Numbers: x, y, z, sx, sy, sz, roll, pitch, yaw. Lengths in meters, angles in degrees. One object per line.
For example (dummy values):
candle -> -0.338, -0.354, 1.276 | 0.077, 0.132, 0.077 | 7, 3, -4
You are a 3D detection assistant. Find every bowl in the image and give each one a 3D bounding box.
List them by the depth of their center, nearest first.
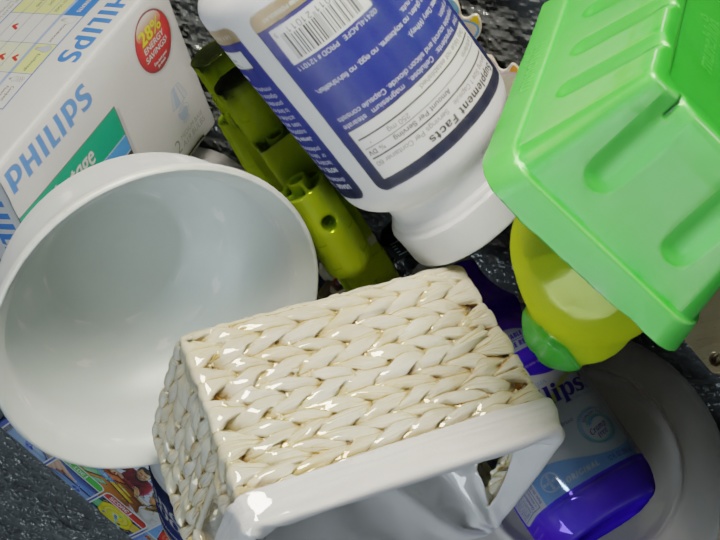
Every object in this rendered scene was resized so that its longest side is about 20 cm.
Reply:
bowl -> -0.131, 0.008, 0.877 | 0.090, 0.200, 0.202 | 47, 160, 46

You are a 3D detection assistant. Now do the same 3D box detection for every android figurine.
android figurine -> -0.038, -0.051, 0.955 | 0.201, 0.041, 0.182 | 58, 175, -31

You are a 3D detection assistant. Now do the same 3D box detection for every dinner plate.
dinner plate -> 0.139, 0.127, 0.963 | 0.199, 0.201, 0.024 | 23, 158, 11

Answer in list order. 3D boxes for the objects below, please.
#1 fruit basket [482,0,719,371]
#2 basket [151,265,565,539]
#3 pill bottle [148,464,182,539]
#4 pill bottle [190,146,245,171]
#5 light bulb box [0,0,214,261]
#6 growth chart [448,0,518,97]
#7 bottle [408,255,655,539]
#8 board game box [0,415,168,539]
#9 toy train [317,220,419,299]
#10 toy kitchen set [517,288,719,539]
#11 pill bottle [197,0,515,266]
fruit basket -> 0.128, -0.043, 0.788 | 0.155, 0.216, 0.215 | 41, 141, -12
basket -> -0.009, 0.094, 0.850 | 0.124, 0.198, 0.136 | 64, 152, 26
pill bottle -> -0.096, 0.131, 1.067 | 0.110, 0.112, 0.201 | 24, 153, 9
pill bottle -> -0.129, 0.017, 1.096 | 0.113, 0.115, 0.201 | 23, 141, 11
light bulb box -> -0.236, -0.090, 0.988 | 0.198, 0.199, 0.126 | 9, 138, 28
growth chart -> 0.008, -0.138, 0.917 | 0.200, 0.018, 0.144 | 47, 139, -18
bottle -> 0.098, 0.075, 0.938 | 0.201, 0.083, 0.065 | 58, 161, 21
board game box -> -0.210, 0.168, 1.324 | 0.200, 0.035, 0.135 | 44, 139, -14
toy train -> 0.000, 0.000, 1.055 | 0.046, 0.034, 0.199 | 47, 139, -12
toy kitchen set -> 0.208, 0.090, 0.920 | 0.179, 0.202, 0.163 | 0, 173, 34
pill bottle -> 0.011, -0.106, 0.844 | 0.115, 0.116, 0.200 | -16, 122, 43
